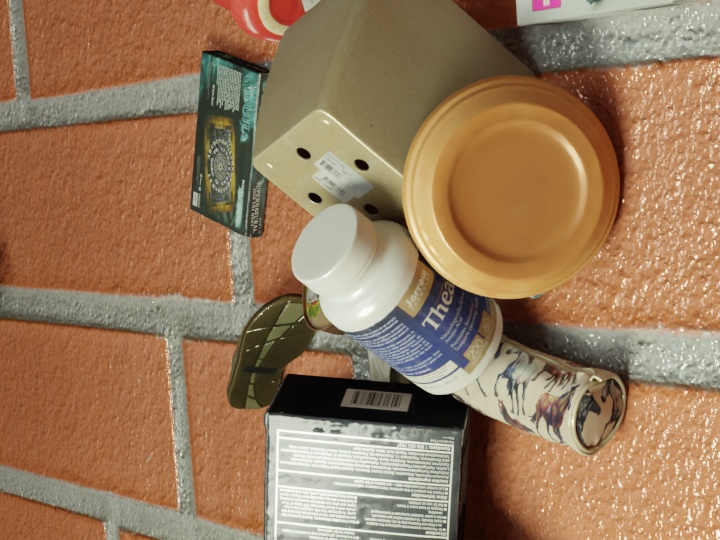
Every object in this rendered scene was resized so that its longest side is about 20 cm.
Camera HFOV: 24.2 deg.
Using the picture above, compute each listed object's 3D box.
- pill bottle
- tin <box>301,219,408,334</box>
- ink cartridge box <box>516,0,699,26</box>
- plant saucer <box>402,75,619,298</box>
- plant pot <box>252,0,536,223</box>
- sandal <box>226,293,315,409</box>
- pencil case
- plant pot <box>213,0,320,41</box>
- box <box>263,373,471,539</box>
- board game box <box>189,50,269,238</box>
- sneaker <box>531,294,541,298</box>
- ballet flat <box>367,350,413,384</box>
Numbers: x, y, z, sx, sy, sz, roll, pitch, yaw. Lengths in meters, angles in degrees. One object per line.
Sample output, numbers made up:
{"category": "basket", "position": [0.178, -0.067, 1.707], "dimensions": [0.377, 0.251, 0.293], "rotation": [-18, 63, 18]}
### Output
{"category": "pill bottle", "position": [0.033, 0.024, 1.556], "dimensions": [0.111, 0.200, 0.112], "rotation": [-30, 41, 30]}
{"category": "tin", "position": [0.000, 0.000, 1.799], "dimensions": [0.200, 0.042, 0.113], "rotation": [-33, 45, 52]}
{"category": "ink cartridge box", "position": [0.211, -0.313, 1.478], "dimensions": [0.199, 0.043, 0.175], "rotation": [2, 98, 54]}
{"category": "plant saucer", "position": [0.137, -0.072, 1.495], "dimensions": [0.037, 0.198, 0.202], "rotation": [-128, 37, -79]}
{"category": "plant pot", "position": [0.011, -0.145, 1.593], "dimensions": [0.199, 0.178, 0.200], "rotation": [39, 145, -15]}
{"category": "sandal", "position": [-0.109, 0.089, 1.979], "dimensions": [0.201, 0.081, 0.055], "rotation": [113, 157, -45]}
{"category": "pencil case", "position": [0.164, 0.108, 1.583], "dimensions": [0.199, 0.077, 0.090], "rotation": [20, 125, 52]}
{"category": "plant pot", "position": [-0.097, -0.354, 1.767], "dimensions": [0.183, 0.199, 0.201], "rotation": [55, 136, 29]}
{"category": "box", "position": [0.007, 0.222, 1.694], "dimensions": [0.123, 0.198, 0.200], "rotation": [-63, -23, -72]}
{"category": "board game box", "position": [-0.155, -0.153, 2.022], "dimensions": [0.135, 0.028, 0.202], "rotation": [27, 116, 49]}
{"category": "sneaker", "position": [0.139, -0.009, 1.606], "dimensions": [0.200, 0.075, 0.087], "rotation": [-28, 79, 53]}
{"category": "ballet flat", "position": [0.047, 0.143, 1.769], "dimensions": [0.069, 0.069, 0.202], "rotation": [-13, 81, 54]}
